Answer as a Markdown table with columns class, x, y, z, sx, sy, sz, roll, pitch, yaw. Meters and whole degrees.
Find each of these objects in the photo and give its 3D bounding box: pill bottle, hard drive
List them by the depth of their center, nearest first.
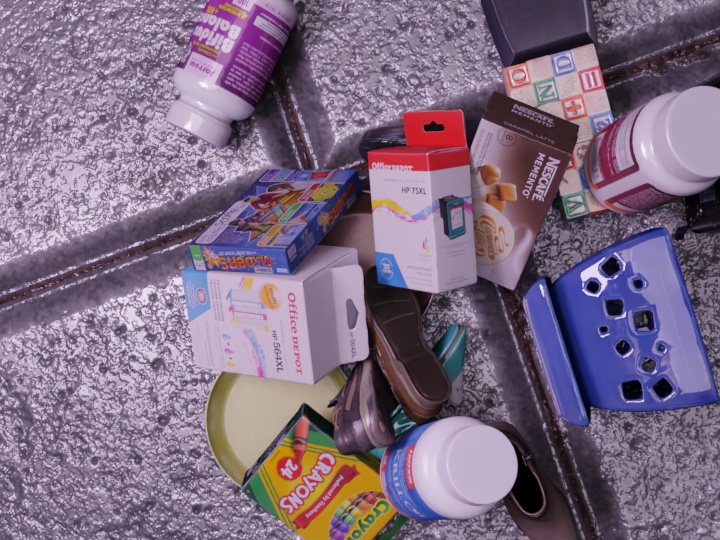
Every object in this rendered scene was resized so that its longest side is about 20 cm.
| class | x | y | z | sx | sy | sz | roll | pitch | yaw |
| --- | --- | --- | --- | --- | --- | --- | --- | --- | --- |
| pill bottle | 0.338 | -0.133 | 1.206 | 0.113 | 0.200 | 0.116 | 1 | 84 | -11 |
| pill bottle | 0.100 | 0.224 | 1.218 | 0.111 | 0.200 | 0.113 | 4 | 75 | -15 |
| hard drive | 0.215 | -0.364 | 1.355 | 0.134 | 0.042 | 0.202 | -15 | 82 | 5 |
| pill bottle | -0.168 | -0.261 | 1.362 | 0.111 | 0.112 | 0.202 | 25 | 90 | 6 |

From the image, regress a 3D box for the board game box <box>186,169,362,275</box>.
| class | x | y | z | sx | sy | sz | roll | pitch | yaw |
| --- | --- | --- | --- | --- | --- | --- | --- | --- | --- |
| board game box | -0.099 | -0.063 | 1.294 | 0.134 | 0.200 | 0.035 | 3 | 122 | 27 |

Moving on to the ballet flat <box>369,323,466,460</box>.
| class | x | y | z | sx | sy | sz | roll | pitch | yaw |
| --- | --- | --- | --- | --- | --- | --- | --- | --- | --- |
| ballet flat | 0.085 | 0.160 | 1.347 | 0.070 | 0.067 | 0.201 | 37 | 96 | -6 |

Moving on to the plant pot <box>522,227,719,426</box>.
| class | x | y | z | sx | sy | sz | roll | pitch | yaw |
| --- | --- | --- | --- | --- | --- | --- | --- | --- | --- |
| plant pot | 0.297 | 0.071 | 1.265 | 0.178 | 0.200 | 0.202 | -19 | 86 | 12 |

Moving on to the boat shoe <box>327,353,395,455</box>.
| class | x | y | z | sx | sy | sz | roll | pitch | yaw |
| --- | --- | --- | --- | --- | --- | --- | --- | --- | --- |
| boat shoe | -0.005 | 0.157 | 1.281 | 0.073 | 0.200 | 0.075 | -24 | 101 | 7 |

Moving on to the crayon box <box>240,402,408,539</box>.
| class | x | y | z | sx | sy | sz | roll | pitch | yaw |
| --- | --- | --- | --- | --- | --- | --- | --- | --- | --- |
| crayon box | -0.031 | 0.274 | 1.328 | 0.199 | 0.051 | 0.127 | 38 | 102 | -9 |

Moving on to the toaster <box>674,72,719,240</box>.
| class | x | y | z | sx | sy | sz | roll | pitch | yaw |
| --- | --- | --- | --- | --- | --- | --- | --- | --- | --- |
| toaster | 0.451 | -0.135 | 1.260 | 0.117 | 0.200 | 0.183 | -1 | 87 | -5 |

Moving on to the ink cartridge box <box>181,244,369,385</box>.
| class | x | y | z | sx | sy | sz | roll | pitch | yaw |
| --- | --- | --- | --- | --- | --- | --- | --- | --- | --- |
| ink cartridge box | -0.091 | 0.046 | 1.285 | 0.198 | 0.125 | 0.130 | 5 | 111 | 30 |

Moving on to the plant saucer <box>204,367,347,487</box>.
| class | x | y | z | sx | sy | sz | roll | pitch | yaw |
| --- | --- | --- | --- | --- | --- | --- | --- | --- | --- |
| plant saucer | -0.098 | 0.189 | 1.378 | 0.198 | 0.031 | 0.202 | 0 | 89 | 6 |

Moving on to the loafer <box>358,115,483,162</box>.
| class | x | y | z | sx | sy | sz | roll | pitch | yaw |
| --- | --- | --- | --- | --- | --- | --- | --- | --- | --- |
| loafer | 0.097 | -0.161 | 1.360 | 0.198 | 0.073 | 0.073 | 4 | 56 | 1 |

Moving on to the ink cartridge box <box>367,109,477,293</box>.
| class | x | y | z | sx | sy | sz | roll | pitch | yaw |
| --- | --- | --- | --- | --- | --- | --- | --- | --- | --- |
| ink cartridge box | 0.070 | -0.083 | 1.264 | 0.067 | 0.116 | 0.202 | -12 | 102 | -35 |

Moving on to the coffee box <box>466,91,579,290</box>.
| class | x | y | z | sx | sy | sz | roll | pitch | yaw |
| --- | --- | --- | --- | --- | --- | --- | --- | --- | --- |
| coffee box | 0.171 | -0.093 | 1.287 | 0.113 | 0.080 | 0.201 | 23 | 127 | 5 |

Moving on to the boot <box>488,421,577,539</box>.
| class | x | y | z | sx | sy | sz | roll | pitch | yaw |
| --- | --- | --- | --- | --- | --- | --- | --- | --- | --- |
| boot | 0.203 | 0.271 | 1.285 | 0.070 | 0.146 | 0.201 | -34 | 85 | 1 |

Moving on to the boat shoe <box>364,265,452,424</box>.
| class | x | y | z | sx | sy | sz | roll | pitch | yaw |
| --- | --- | --- | --- | --- | --- | --- | --- | --- | --- |
| boat shoe | 0.041 | 0.090 | 1.302 | 0.071 | 0.068 | 0.201 | -5 | 57 | -25 |

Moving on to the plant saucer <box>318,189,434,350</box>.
| class | x | y | z | sx | sy | sz | roll | pitch | yaw |
| --- | --- | --- | --- | --- | --- | --- | --- | --- | --- |
| plant saucer | 0.000 | 0.000 | 1.373 | 0.198 | 0.037 | 0.203 | 0 | 88 | 6 |

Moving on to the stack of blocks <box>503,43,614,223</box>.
| class | x | y | z | sx | sy | sz | roll | pitch | yaw |
| --- | --- | --- | --- | --- | --- | --- | --- | --- | --- |
| stack of blocks | 0.256 | -0.164 | 1.341 | 0.114 | 0.059 | 0.202 | -15 | 86 | 5 |
